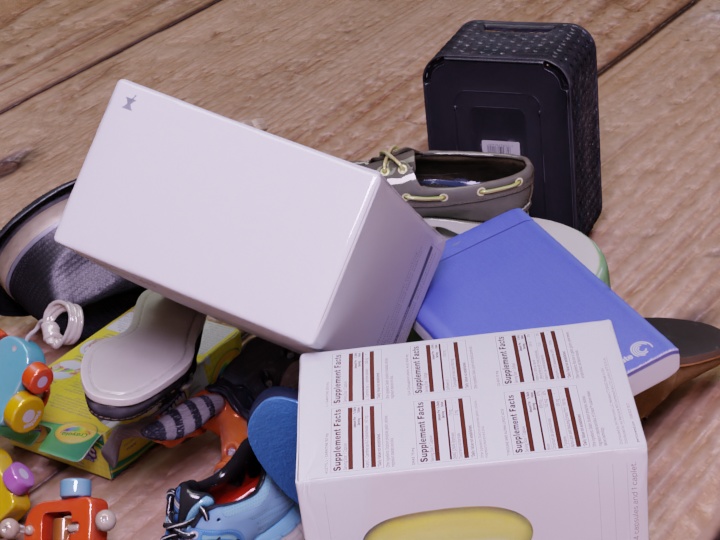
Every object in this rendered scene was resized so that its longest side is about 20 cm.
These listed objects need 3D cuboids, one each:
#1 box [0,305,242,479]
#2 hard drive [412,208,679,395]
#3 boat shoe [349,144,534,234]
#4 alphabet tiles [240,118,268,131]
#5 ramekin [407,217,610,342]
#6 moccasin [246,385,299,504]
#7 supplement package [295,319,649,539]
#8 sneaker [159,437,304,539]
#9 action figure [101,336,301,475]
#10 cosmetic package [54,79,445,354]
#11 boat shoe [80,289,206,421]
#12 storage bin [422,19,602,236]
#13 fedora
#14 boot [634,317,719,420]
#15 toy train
[{"bbox_3d":[-0.197,0.100,1.332,0.116,0.049,0.200,13,32,33],"label":"box"},{"bbox_3d":[0.118,0.036,1.197,0.131,0.026,0.200,-25,42,-18],"label":"hard drive"},{"bbox_3d":[0.041,-0.070,1.323,0.199,0.061,0.072,4,33,-6],"label":"boat shoe"},{"bbox_3d":[-0.177,-0.082,1.573,0.199,0.015,0.196,-34,0,11],"label":"alphabet tiles"},{"bbox_3d":[0.111,0.037,1.318,0.197,0.099,0.201,-5,28,3],"label":"ramekin"},{"bbox_3d":[0.007,0.139,1.119,0.081,0.199,0.068,-47,17,21],"label":"moccasin"},{"bbox_3d":[0.069,0.157,1.006,0.197,0.193,0.148,-6,27,3],"label":"supplement package"},{"bbox_3d":[-0.120,0.183,1.099,0.078,0.091,0.200,19,49,40],"label":"sneaker"},{"bbox_3d":[-0.069,0.108,1.232,0.199,0.105,0.193,18,46,40],"label":"action figure"},{"bbox_3d":[-0.069,-0.021,1.138,0.198,0.124,0.200,21,-6,19],"label":"cosmetic package"},{"bbox_3d":[-0.157,0.072,1.198,0.073,0.061,0.200,10,20,1],"label":"boat shoe"},{"bbox_3d":[0.139,-0.113,1.481,0.134,0.202,0.094,6,30,22],"label":"storage bin"},{"bbox_3d":[-0.229,0.002,1.438,0.199,0.202,0.092,-24,62,-29],"label":"fedora"},{"bbox_3d":[0.198,0.088,1.238,0.198,0.076,0.073,-15,24,-28],"label":"boot"},{"bbox_3d":[-0.229,0.131,1.210,0.149,0.203,0.055,-15,-20,28],"label":"toy train"}]
